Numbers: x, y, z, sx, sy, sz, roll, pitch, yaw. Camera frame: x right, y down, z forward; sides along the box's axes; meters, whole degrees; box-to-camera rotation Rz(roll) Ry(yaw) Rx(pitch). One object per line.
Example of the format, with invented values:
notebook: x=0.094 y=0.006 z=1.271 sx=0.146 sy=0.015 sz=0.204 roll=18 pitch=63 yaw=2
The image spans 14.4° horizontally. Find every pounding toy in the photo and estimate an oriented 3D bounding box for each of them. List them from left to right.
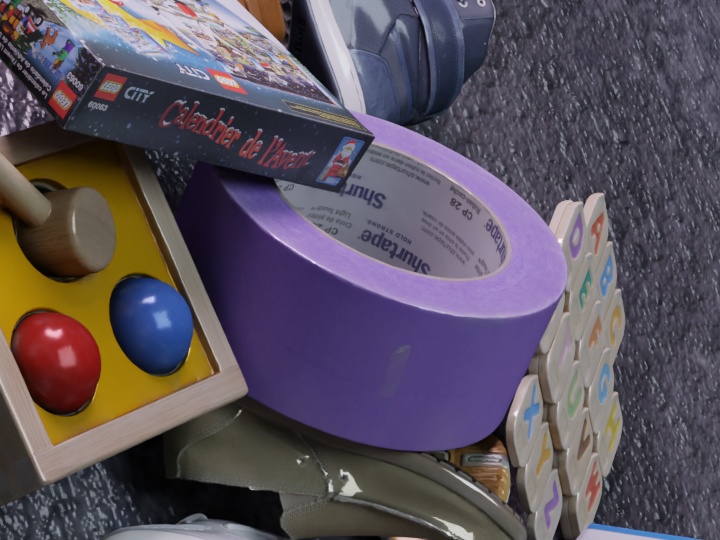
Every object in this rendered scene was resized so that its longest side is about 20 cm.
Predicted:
pounding toy: x=-0.164 y=-0.001 z=1.327 sx=0.184 sy=0.142 sz=0.200 roll=-23 pitch=89 yaw=-53

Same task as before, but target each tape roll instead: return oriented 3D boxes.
tape roll: x=0.000 y=0.000 z=1.461 sx=0.200 sy=0.085 sz=0.200 roll=19 pitch=26 yaw=-10

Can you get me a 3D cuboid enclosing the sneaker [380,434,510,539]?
sneaker: x=0.045 y=0.171 z=1.560 sx=0.200 sy=0.075 sz=0.088 roll=-81 pitch=168 yaw=-50

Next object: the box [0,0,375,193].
box: x=-0.101 y=-0.105 z=1.382 sx=0.200 sy=0.038 sz=0.137 roll=12 pitch=28 yaw=-51

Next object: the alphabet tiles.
alphabet tiles: x=0.125 y=0.061 z=1.661 sx=0.200 sy=0.015 sz=0.196 roll=75 pitch=28 yaw=-42

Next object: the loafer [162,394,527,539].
loafer: x=-0.013 y=0.108 z=1.444 sx=0.200 sy=0.076 sz=0.068 roll=24 pitch=89 yaw=-2

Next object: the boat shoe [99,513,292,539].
boat shoe: x=-0.067 y=0.156 z=1.431 sx=0.200 sy=0.072 sz=0.069 roll=14 pitch=29 yaw=-40

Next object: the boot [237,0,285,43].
boot: x=-0.116 y=-0.180 z=1.527 sx=0.155 sy=0.077 sz=0.200 roll=-35 pitch=102 yaw=-50

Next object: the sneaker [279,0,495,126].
sneaker: x=-0.002 y=-0.176 z=1.651 sx=0.146 sy=0.077 sz=0.203 roll=-19 pitch=96 yaw=-41

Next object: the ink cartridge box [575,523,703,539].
ink cartridge box: x=0.173 y=0.265 z=1.532 sx=0.145 sy=0.147 sz=0.200 roll=-50 pitch=138 yaw=-49
